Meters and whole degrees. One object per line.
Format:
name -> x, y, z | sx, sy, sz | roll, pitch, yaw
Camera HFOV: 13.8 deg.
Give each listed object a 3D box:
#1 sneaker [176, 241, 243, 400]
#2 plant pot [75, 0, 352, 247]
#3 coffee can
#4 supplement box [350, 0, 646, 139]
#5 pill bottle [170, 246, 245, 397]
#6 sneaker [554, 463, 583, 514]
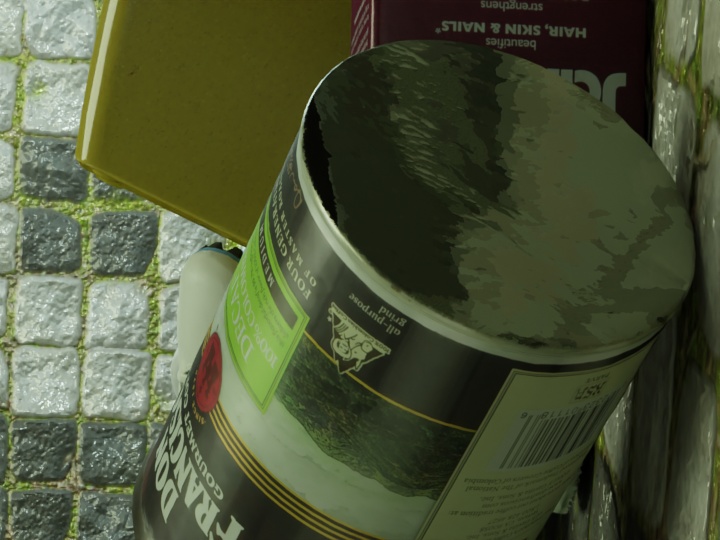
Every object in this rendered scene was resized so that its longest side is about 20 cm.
sneaker -> -0.059, 0.085, 1.350 | 0.072, 0.072, 0.201 | -31, -53, -44
plant pot -> -0.029, -0.096, 1.323 | 0.177, 0.199, 0.200 | -64, 4, -1
coffee can -> 0.015, 0.039, 1.073 | 0.147, 0.146, 0.200 | -92, 21, -46
supplement box -> 0.054, -0.110, 1.175 | 0.086, 0.110, 0.201 | 122, 150, -80
pill bottle -> 0.000, 0.000, 1.461 | 0.200, 0.111, 0.111 | -58, -11, -29
sneaker -> 0.043, 0.012, 1.295 | 0.070, 0.099, 0.201 | 101, 170, -49
